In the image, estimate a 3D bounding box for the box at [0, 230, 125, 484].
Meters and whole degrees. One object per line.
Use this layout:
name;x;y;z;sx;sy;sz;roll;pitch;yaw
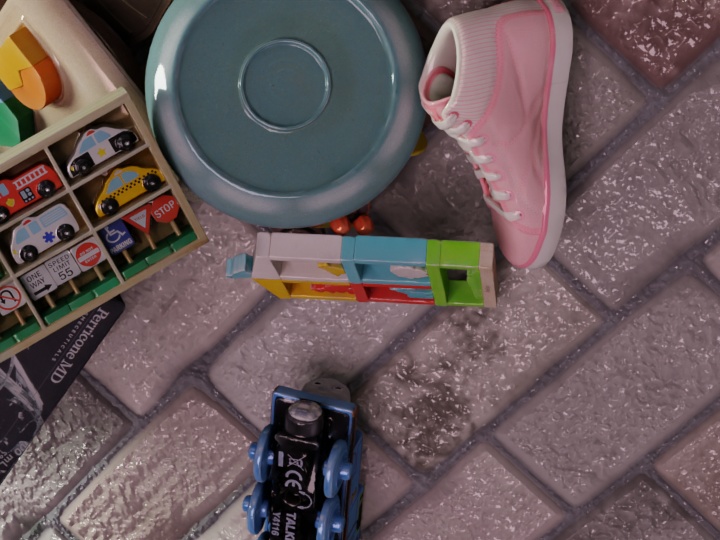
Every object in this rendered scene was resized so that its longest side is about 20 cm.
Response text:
box;-0.315;0.039;1.434;0.197;0.124;0.200;33;95;-25

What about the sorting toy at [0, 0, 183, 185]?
sorting toy;-0.227;-0.102;1.460;0.185;0.036;0.200;52;144;-1

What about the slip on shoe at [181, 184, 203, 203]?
slip on shoe;-0.117;-0.129;1.464;0.074;0.061;0.200;29;138;17

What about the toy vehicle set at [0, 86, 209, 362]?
toy vehicle set;-0.221;-0.025;1.361;0.200;0.027;0.124;-31;112;-5

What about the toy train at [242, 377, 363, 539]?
toy train;-0.042;0.176;1.570;0.087;0.114;0.200;11;121;12

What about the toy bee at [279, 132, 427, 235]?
toy bee;-0.011;-0.075;1.420;0.131;0.109;0.200;-22;122;-10

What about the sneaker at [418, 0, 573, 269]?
sneaker;0.088;-0.092;1.369;0.105;0.075;0.200;-8;116;-21

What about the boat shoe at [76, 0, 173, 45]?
boat shoe;-0.148;-0.226;1.418;0.072;0.068;0.200;46;145;-15

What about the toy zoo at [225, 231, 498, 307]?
toy zoo;0.000;0.000;1.435;0.200;0.131;0.020;3;77;7

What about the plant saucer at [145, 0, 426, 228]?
plant saucer;-0.052;-0.129;1.363;0.200;0.027;0.200;0;92;0

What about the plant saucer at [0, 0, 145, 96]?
plant saucer;-0.218;-0.135;1.483;0.200;0.037;0.200;28;137;29
